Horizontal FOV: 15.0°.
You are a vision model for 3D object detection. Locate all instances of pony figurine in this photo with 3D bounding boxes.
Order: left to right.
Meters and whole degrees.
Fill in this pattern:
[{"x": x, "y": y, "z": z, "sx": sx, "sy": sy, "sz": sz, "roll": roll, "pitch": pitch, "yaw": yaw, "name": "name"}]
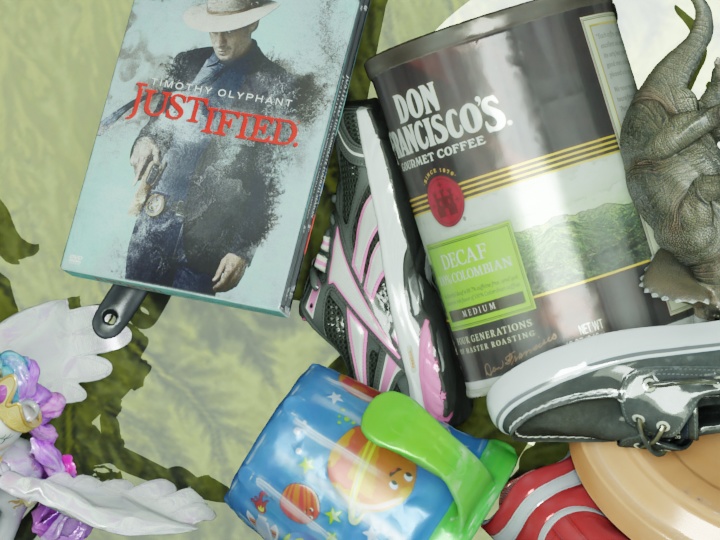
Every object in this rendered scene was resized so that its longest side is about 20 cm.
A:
[{"x": -0.203, "y": 0.116, "z": 1.572, "sx": 0.200, "sy": 0.193, "sz": 0.167, "roll": -46, "pitch": 67, "yaw": 28, "name": "pony figurine"}]

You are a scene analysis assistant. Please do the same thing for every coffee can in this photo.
[{"x": 0.100, "y": -0.044, "z": 1.540, "sx": 0.146, "sy": 0.146, "sz": 0.201, "roll": -18, "pitch": 90, "yaw": 7, "name": "coffee can"}]

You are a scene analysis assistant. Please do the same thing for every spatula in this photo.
[{"x": -0.100, "y": -0.045, "z": 1.605, "sx": 0.056, "sy": 0.021, "sz": 0.200, "roll": 30, "pitch": 84, "yaw": 6, "name": "spatula"}]

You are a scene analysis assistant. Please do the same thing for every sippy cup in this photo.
[{"x": 0.000, "y": 0.126, "z": 1.540, "sx": 0.130, "sy": 0.140, "sz": 0.178, "roll": 33, "pitch": 115, "yaw": 3, "name": "sippy cup"}]

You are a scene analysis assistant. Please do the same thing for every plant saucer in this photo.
[{"x": 0.214, "y": 0.103, "z": 1.511, "sx": 0.200, "sy": 0.200, "sz": 0.032, "roll": 21, "pitch": 125, "yaw": 5, "name": "plant saucer"}]

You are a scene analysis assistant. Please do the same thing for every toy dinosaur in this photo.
[{"x": 0.173, "y": -0.057, "z": 1.451, "sx": 0.102, "sy": 0.077, "sz": 0.201, "roll": -26, "pitch": 80, "yaw": 43, "name": "toy dinosaur"}]

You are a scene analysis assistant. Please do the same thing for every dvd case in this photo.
[{"x": -0.084, "y": -0.082, "z": 1.582, "sx": 0.146, "sy": 0.022, "sz": 0.201, "roll": 11, "pitch": 78, "yaw": 21, "name": "dvd case"}]

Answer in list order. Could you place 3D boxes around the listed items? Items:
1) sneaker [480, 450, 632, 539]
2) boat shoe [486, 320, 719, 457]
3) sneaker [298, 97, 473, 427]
[{"x": 0.133, "y": 0.173, "z": 1.543, "sx": 0.071, "sy": 0.200, "sz": 0.113, "roll": -39, "pitch": 60, "yaw": -6, "name": "sneaker"}, {"x": 0.168, "y": 0.066, "z": 1.449, "sx": 0.199, "sy": 0.069, "sz": 0.057, "roll": -11, "pitch": 58, "yaw": 0, "name": "boat shoe"}, {"x": 0.000, "y": 0.000, "z": 1.590, "sx": 0.086, "sy": 0.080, "sz": 0.201, "roll": -12, "pitch": 85, "yaw": 18, "name": "sneaker"}]
